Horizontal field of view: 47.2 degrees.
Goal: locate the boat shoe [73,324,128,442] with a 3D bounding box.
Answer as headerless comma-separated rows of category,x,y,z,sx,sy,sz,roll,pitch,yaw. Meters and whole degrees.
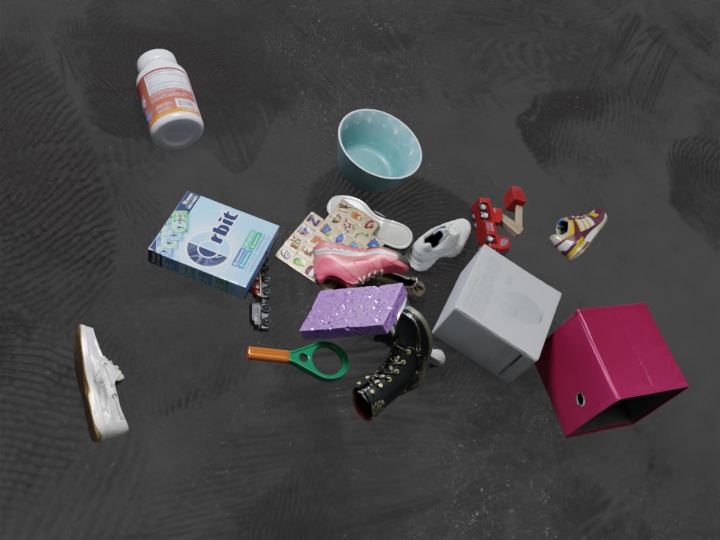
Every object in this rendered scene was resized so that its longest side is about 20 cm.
boat shoe,-0.429,0.184,1.370,0.069,0.071,0.201,-7,70,-30

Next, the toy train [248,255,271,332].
toy train,-0.199,0.030,1.605,0.046,0.034,0.201,2,56,-11

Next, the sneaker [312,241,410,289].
sneaker,0.000,0.000,1.652,0.199,0.074,0.087,6,72,2

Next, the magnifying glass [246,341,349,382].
magnifying glass,-0.117,0.167,1.558,0.199,0.022,0.080,10,55,-21

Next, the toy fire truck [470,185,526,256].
toy fire truck,0.334,-0.113,1.941,0.140,0.049,0.201,7,55,-21

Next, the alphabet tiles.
alphabet tiles,-0.053,-0.055,1.706,0.167,0.008,0.200,33,63,9

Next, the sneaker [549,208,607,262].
sneaker,0.534,-0.110,2.017,0.090,0.075,0.200,43,50,0

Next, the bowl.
bowl,0.027,-0.255,1.858,0.200,0.105,0.202,13,54,-18

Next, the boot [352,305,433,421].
boot,0.058,0.178,1.525,0.073,0.204,0.154,33,50,32

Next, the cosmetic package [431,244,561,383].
cosmetic package,0.286,0.091,1.731,0.200,0.123,0.200,34,50,-2

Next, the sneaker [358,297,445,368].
sneaker,0.094,0.104,1.659,0.198,0.080,0.130,23,59,4

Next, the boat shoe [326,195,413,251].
boat shoe,0.021,-0.099,1.778,0.199,0.060,0.074,22,82,7

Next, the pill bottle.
pill bottle,-0.405,-0.361,1.725,0.112,0.112,0.201,-7,61,-29

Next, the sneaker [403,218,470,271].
sneaker,0.184,-0.067,1.816,0.075,0.087,0.200,46,50,12

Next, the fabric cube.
fabric cube,0.509,0.206,1.710,0.199,0.196,0.200,-4,60,-27

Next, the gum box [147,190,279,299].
gum box,-0.281,-0.052,1.592,0.199,0.045,0.170,21,51,4

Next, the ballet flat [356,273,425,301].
ballet flat,0.042,0.021,1.711,0.199,0.046,0.068,13,55,-13

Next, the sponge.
sponge,-0.015,0.078,1.566,0.030,0.199,0.112,59,42,-31
